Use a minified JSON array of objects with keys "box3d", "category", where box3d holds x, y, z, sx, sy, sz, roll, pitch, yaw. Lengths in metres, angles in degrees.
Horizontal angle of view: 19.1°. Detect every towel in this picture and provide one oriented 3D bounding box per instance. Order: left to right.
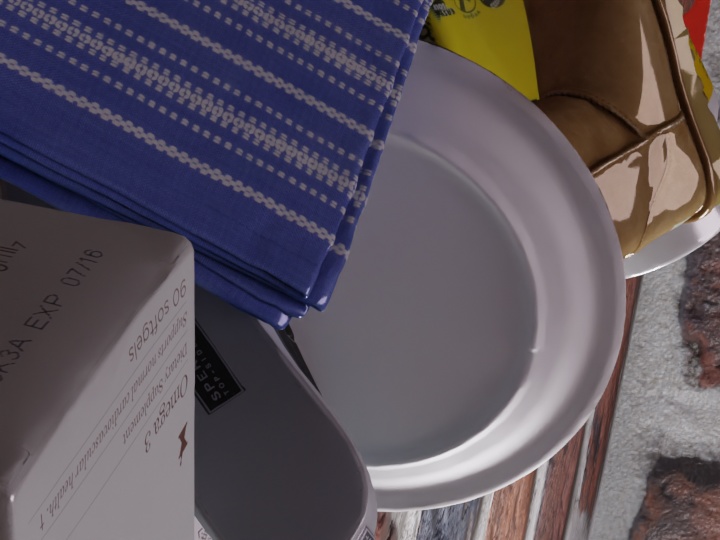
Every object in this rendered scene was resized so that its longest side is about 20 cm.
[{"box3d":[-0.049,-0.090,0.684,0.024,0.145,0.200,-46,-160,52],"category":"towel"}]

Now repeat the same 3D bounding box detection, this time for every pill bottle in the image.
[{"box3d":[0.106,-0.101,1.052,0.200,0.112,0.112,60,29,-18],"category":"pill bottle"}]

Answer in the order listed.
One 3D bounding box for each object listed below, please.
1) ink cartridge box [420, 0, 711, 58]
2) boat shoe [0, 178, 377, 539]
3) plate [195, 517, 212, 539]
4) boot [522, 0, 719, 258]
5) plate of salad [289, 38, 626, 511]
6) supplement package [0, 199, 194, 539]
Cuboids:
[{"box3d":[0.101,-0.161,1.124,0.047,0.200,0.160,-171,-89,-75],"category":"ink cartridge box"},{"box3d":[-0.057,0.021,0.687,0.200,0.069,0.057,60,-6,22],"category":"boat shoe"},{"box3d":[-0.075,0.097,0.730,0.200,0.026,0.201,-7,100,-46],"category":"plate"},{"box3d":[0.060,-0.056,0.889,0.200,0.066,0.175,-32,97,-36],"category":"boot"},{"box3d":[0.000,0.000,0.796,0.048,0.200,0.200,-64,160,-59],"category":"plate of salad"},{"box3d":[-0.115,0.093,0.560,0.117,0.117,0.200,-61,158,-55],"category":"supplement package"}]
